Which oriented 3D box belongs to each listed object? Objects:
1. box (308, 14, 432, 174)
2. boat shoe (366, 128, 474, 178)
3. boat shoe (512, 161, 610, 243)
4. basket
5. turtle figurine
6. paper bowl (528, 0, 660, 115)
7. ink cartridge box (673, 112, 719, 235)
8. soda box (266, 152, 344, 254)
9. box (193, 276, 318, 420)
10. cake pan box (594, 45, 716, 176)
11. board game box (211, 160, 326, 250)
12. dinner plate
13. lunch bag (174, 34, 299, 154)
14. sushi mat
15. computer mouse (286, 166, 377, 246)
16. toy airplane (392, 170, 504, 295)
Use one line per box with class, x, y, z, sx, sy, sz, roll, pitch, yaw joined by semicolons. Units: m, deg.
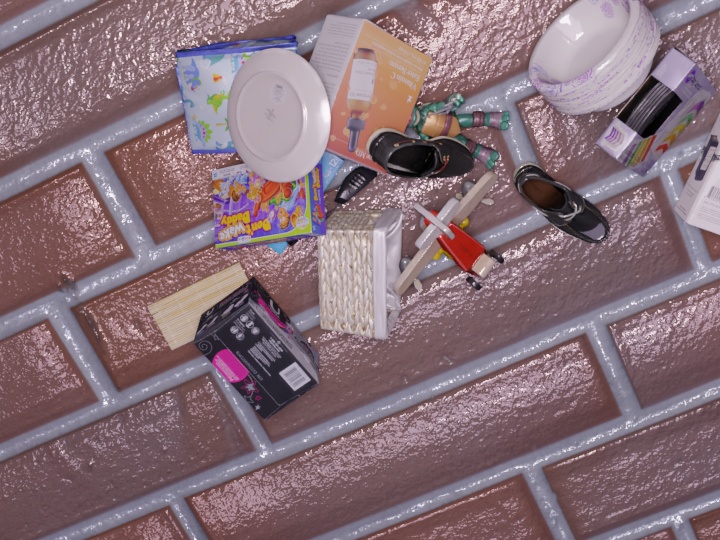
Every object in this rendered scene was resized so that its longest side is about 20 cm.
box;-0.004;-0.275;1.466;0.152;0.106;0.201;17;96;-40
boat shoe;0.103;-0.172;1.465;0.200;0.063;0.074;5;124;-37
boat shoe;0.344;-0.105;1.591;0.199;0.068;0.072;35;105;-12
basket;0.000;0.000;1.600;0.122;0.136;0.201;5;110;13
turtle figurine;0.138;-0.234;1.535;0.199;0.101;0.150;8;130;-18
paper bowl;0.368;-0.328;1.442;0.104;0.201;0.201;35;108;-30
ink cartridge box;0.637;-0.157;1.552;0.144;0.084;0.201;18;110;-5
soda box;-0.107;-0.132;1.597;0.068;0.064;0.200;33;107;-9
box;-0.180;0.137;1.662;0.132;0.115;0.200;-35;111;12
cake pan box;0.468;-0.246;1.476;0.052;0.200;0.185;43;106;24
board game box;-0.153;-0.114;1.547;0.199;0.045;0.136;-8;83;31
dinner plate;-0.131;-0.232;1.409;0.199;0.024;0.202;8;104;31
lunch bag;-0.190;-0.283;1.515;0.199;0.128;0.171;-9;110;-5
sushi mat;-0.284;0.066;1.701;0.199;0.012;0.096;-25;107;10
computer mouse;-0.052;-0.114;1.582;0.200;0.059;0.034;-41;98;-9
toy airplane;0.140;-0.063;1.574;0.199;0.141;0.200;-15;126;-27
